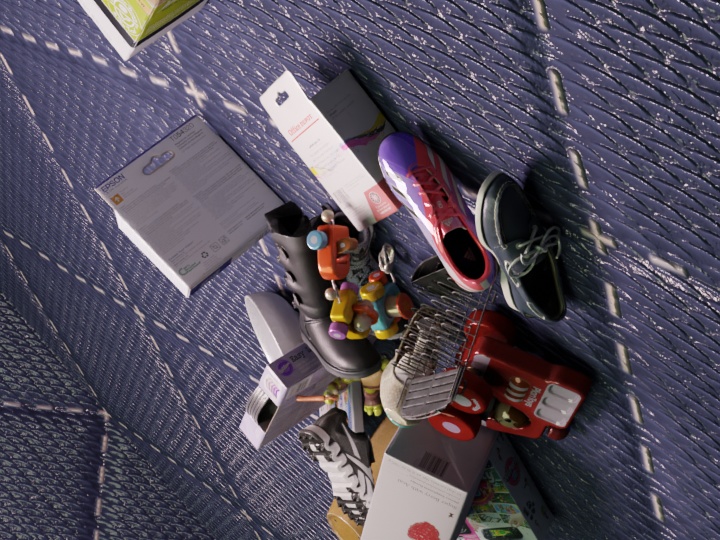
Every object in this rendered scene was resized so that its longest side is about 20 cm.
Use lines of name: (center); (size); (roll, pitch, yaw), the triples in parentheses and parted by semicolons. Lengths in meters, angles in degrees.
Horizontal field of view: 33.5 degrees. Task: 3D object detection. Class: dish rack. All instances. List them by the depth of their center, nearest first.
dish rack: (0.090, 0.074, 1.392); (0.054, 0.201, 0.153); (26, 159, -16)

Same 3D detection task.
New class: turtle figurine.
turtle figurine: (0.013, 0.154, 1.694); (0.161, 0.199, 0.065); (59, -173, -60)

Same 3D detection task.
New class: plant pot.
plant pot: (0.051, 0.335, 1.807); (0.186, 0.200, 0.187); (37, 153, 23)

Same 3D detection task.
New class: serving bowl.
serving bowl: (-0.112, 0.118, 1.906); (0.201, 0.065, 0.200); (59, 166, 24)

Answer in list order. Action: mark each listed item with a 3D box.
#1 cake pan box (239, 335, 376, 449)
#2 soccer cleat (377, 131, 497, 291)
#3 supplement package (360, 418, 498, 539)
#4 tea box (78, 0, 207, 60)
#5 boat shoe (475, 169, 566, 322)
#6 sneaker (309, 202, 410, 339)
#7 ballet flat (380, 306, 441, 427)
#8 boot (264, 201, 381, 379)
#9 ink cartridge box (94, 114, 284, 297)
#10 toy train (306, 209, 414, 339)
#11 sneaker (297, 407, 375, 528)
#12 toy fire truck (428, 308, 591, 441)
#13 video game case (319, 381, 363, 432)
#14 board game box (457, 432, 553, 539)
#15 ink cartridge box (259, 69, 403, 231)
cake pan box: (-0.075, 0.158, 1.726); (0.052, 0.199, 0.185); (46, 144, 18)
soccer cleat: (0.086, -0.067, 1.299); (0.201, 0.068, 0.073); (58, -178, 2)
supplement package: (0.089, 0.290, 1.588); (0.121, 0.120, 0.201); (23, 134, 12)
tea box: (-0.269, -0.389, 1.398); (0.200, 0.133, 0.197); (51, 155, -4)
boat shoe: (0.172, -0.019, 1.250); (0.062, 0.075, 0.201); (28, 149, 42)
sneaker: (0.000, 0.000, 1.563); (0.200, 0.075, 0.114); (50, 158, 5)
ballet flat: (0.066, 0.113, 1.499); (0.067, 0.200, 0.063); (17, 123, -1)
boot: (-0.048, 0.026, 1.534); (0.164, 0.065, 0.201); (30, 140, 48)
ink cartridge box: (-0.237, -0.093, 1.687); (0.200, 0.196, 0.043); (45, 153, 10)
toy train: (0.011, 0.010, 1.448); (0.055, 0.152, 0.200); (-4, 171, 31)
sneaker: (-0.007, 0.275, 1.686); (0.066, 0.091, 0.201); (-5, 123, 47)
toy fire truck: (0.182, 0.151, 1.453); (0.167, 0.113, 0.200); (24, 151, 10)
video game case: (-0.032, 0.230, 1.913); (0.200, 0.018, 0.144); (131, 139, -66)
board game box: (0.160, 0.297, 1.681); (0.147, 0.064, 0.201); (-15, 115, 39)
ink cartridge box: (-0.020, -0.153, 1.393); (0.200, 0.067, 0.116); (51, 155, -7)
